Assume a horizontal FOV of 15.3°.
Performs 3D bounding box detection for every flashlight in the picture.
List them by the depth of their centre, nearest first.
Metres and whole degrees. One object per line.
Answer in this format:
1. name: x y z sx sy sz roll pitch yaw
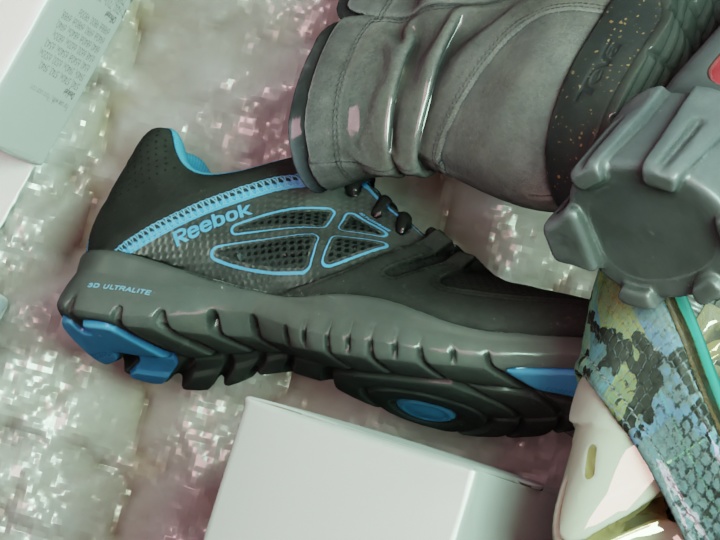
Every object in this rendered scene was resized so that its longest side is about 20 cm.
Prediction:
1. flashlight: 0.134 -0.064 0.773 0.068 0.068 0.200 33 48 11

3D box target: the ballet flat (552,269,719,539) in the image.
1. ballet flat: 0.091 0.085 0.743 0.074 0.074 0.201 -27 68 9

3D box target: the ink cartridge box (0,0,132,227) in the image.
1. ink cartridge box: -0.138 -0.116 0.916 0.116 0.068 0.201 28 90 15

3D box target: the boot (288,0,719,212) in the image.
1. boot: 0.066 -0.100 0.847 0.131 0.070 0.200 12 51 36

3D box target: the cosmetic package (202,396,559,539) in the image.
1. cosmetic package: -0.010 0.149 0.824 0.085 0.108 0.201 14 84 24

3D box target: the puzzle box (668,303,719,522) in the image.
1. puzzle box: 0.111 0.124 0.777 0.133 0.025 0.200 28 73 11

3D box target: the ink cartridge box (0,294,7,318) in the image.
1. ink cartridge box: -0.218 -0.023 0.854 0.162 0.200 0.050 29 91 16

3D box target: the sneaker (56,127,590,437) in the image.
1. sneaker: 0.000 0.000 0.857 0.199 0.073 0.082 10 69 19

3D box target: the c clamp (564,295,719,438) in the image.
1. c clamp: 0.143 -0.007 0.851 0.171 0.027 0.200 36 93 16
